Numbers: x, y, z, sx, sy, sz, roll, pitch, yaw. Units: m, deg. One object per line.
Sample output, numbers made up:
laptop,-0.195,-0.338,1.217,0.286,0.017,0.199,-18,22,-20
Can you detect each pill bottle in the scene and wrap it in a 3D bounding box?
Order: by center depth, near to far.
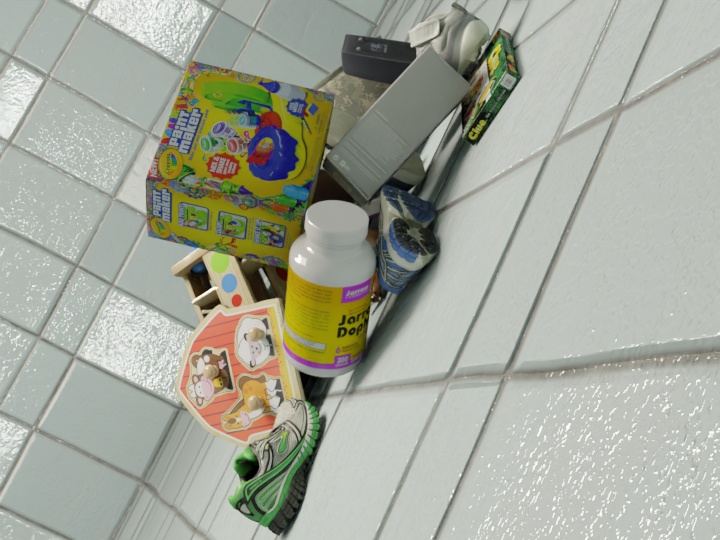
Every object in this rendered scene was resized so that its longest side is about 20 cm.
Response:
pill bottle,-0.037,0.021,1.232,0.104,0.104,0.201,-77,-6,-56

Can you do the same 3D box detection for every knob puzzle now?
knob puzzle,-0.177,0.145,1.404,0.220,0.219,0.030,-59,-22,16

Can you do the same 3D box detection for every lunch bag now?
lunch bag,-0.007,-0.240,1.638,0.200,0.164,0.118,-39,4,-16

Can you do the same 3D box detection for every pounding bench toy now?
pounding bench toy,-0.144,0.005,1.480,0.200,0.156,0.124,-32,-19,23

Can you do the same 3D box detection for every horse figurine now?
horse figurine,0.000,0.000,1.441,0.133,0.050,0.200,-50,14,40

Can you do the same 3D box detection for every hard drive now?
hard drive,0.071,-0.309,1.539,0.135,0.199,0.042,-85,3,-65

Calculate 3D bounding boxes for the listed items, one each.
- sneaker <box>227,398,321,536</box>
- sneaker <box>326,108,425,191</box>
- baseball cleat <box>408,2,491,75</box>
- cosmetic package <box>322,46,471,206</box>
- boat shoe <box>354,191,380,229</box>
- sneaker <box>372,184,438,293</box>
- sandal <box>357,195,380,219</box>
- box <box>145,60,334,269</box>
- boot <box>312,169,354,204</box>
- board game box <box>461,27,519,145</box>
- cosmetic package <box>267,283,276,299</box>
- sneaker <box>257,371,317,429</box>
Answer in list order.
sneaker,-0.104,0.223,1.265,0.078,0.085,0.200,-55,11,32
sneaker,-0.007,-0.156,1.465,0.084,0.200,0.075,-42,32,38
baseball cleat,0.096,-0.279,1.443,0.200,0.106,0.070,-54,-2,24
cosmetic package,0.045,-0.186,1.352,0.200,0.090,0.107,-44,1,-3
boat shoe,0.013,-0.100,1.586,0.200,0.073,0.068,-69,22,15
sneaker,0.043,-0.039,1.271,0.085,0.077,0.200,-62,9,25
sandal,-0.022,-0.057,1.501,0.202,0.050,0.082,-25,1,42
box,-0.149,-0.132,1.297,0.122,0.192,0.201,105,177,-55
boot,-0.075,-0.089,1.527,0.146,0.070,0.200,-38,3,31
board game box,0.166,-0.244,1.352,0.105,0.023,0.200,-55,12,25
cosmetic package,-0.105,0.075,1.584,0.101,0.071,0.200,12,-68,-55
sneaker,-0.098,0.147,1.461,0.080,0.078,0.200,-60,7,44
